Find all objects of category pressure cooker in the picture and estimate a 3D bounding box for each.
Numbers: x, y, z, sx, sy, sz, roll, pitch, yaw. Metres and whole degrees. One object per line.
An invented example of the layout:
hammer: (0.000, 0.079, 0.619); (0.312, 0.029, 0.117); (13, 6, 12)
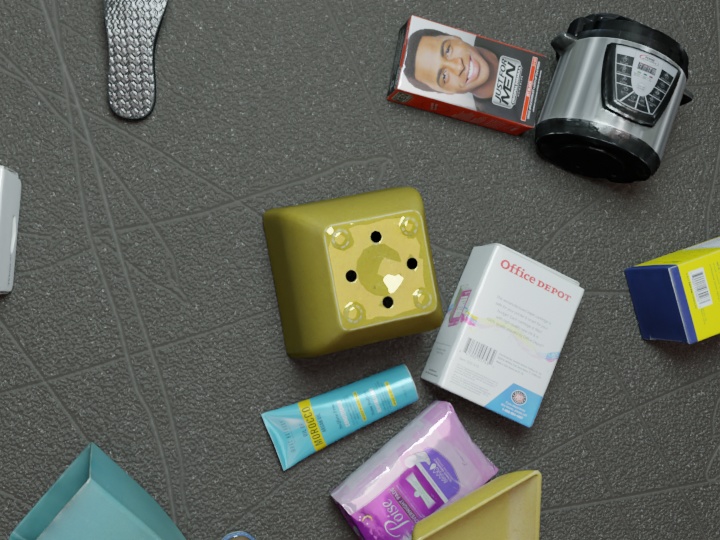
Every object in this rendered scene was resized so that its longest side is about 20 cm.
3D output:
pressure cooker: (0.337, -0.239, 1.025); (0.175, 0.177, 0.203); (29, 80, -52)

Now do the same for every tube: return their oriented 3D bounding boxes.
tube: (-0.023, 0.184, 0.998); (0.198, 0.050, 0.078); (-23, 87, -8)

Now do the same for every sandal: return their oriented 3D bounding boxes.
sandal: (-0.281, -0.290, 0.946); (0.074, 0.048, 0.204); (7, 100, -14)

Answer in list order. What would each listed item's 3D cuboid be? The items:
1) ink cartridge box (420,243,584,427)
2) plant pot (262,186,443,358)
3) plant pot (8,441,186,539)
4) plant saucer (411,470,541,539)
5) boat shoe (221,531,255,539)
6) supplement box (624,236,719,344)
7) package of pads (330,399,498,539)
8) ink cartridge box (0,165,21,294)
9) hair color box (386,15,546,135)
ink cartridge box: (0.190, 0.083, 1.028); (0.143, 0.085, 0.202); (25, 85, -12)
plant pot: (0.000, 0.000, 0.925); (0.193, 0.200, 0.197); (-11, 92, -12)
plant pot: (-0.283, 0.332, 0.885); (0.200, 0.141, 0.142); (44, 80, -16)
plant saucer: (0.142, 0.360, 0.988); (0.198, 0.048, 0.203); (-21, 122, -25)
boat shoe: (-0.135, 0.429, 0.949); (0.071, 0.072, 0.203); (-12, 92, -13)
supplement box: (0.501, 0.021, 1.090); (0.197, 0.109, 0.111); (-17, 93, -13)
package of pads: (0.070, 0.276, 1.000); (0.199, 0.076, 0.121); (-39, 97, -11)
ink cartridge box: (-0.500, -0.052, 0.864); (0.197, 0.084, 0.149); (3, 88, -13)
hair color box: (0.143, -0.260, 1.034); (0.197, 0.061, 0.103); (12, 87, -12)
